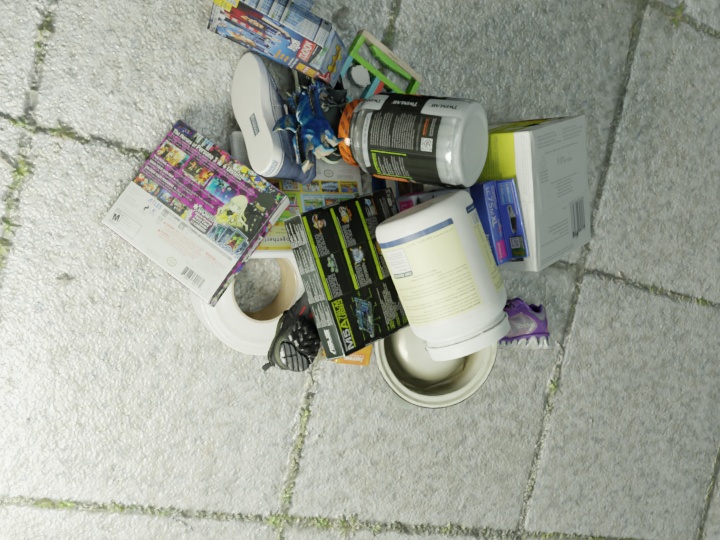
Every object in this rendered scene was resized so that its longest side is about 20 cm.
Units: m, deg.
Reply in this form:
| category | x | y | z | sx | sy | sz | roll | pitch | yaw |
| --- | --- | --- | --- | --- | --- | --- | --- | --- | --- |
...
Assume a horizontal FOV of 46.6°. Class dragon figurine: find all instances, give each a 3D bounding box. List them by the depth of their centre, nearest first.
| category | x | y | z | sx | sy | sz | roll | pitch | yaw |
| --- | --- | --- | --- | --- | --- | --- | --- | --- | --- |
| dragon figurine | -0.078 | -0.192 | 1.117 | 0.058 | 0.201 | 0.100 | -31 | 104 | 28 |

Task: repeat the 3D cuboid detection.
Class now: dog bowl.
| category | x | y | z | sx | sy | sz | roll | pitch | yaw |
| --- | --- | --- | --- | --- | --- | --- | --- | --- | --- |
| dog bowl | 0.110 | 0.108 | 1.305 | 0.195 | 0.074 | 0.205 | 0 | 90 | -9 |

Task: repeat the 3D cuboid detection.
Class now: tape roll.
| category | x | y | z | sx | sy | sz | roll | pitch | yaw |
| --- | --- | --- | --- | --- | --- | --- | --- | --- | --- |
| tape roll | -0.153 | 0.019 | 1.241 | 0.198 | 0.071 | 0.207 | -5 | 101 | -25 |

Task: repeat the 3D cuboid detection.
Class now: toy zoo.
| category | x | y | z | sx | sy | sz | roll | pitch | yaw |
| --- | --- | --- | --- | --- | --- | --- | --- | --- | --- |
| toy zoo | 0.002 | -0.252 | 1.304 | 0.130 | 0.020 | 0.203 | 31 | 84 | -27 |

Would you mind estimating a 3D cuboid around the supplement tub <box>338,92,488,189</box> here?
| category | x | y | z | sx | sy | sz | roll | pitch | yaw |
| --- | --- | --- | --- | --- | --- | --- | --- | --- | --- |
| supplement tub | 0.074 | -0.188 | 1.193 | 0.122 | 0.197 | 0.125 | -30 | 126 | -53 |

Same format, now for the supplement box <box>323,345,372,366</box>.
| category | x | y | z | sx | sy | sz | roll | pitch | yaw |
| --- | --- | --- | --- | --- | --- | --- | --- | --- | --- |
| supplement box | -0.008 | 0.045 | 1.319 | 0.065 | 0.069 | 0.205 | 6 | 98 | -23 |

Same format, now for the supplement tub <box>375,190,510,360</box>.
| category | x | y | z | sx | sy | sz | roll | pitch | yaw |
| --- | --- | --- | --- | --- | --- | --- | --- | --- | --- |
| supplement tub | 0.118 | 0.007 | 1.159 | 0.143 | 0.145 | 0.204 | -24 | 97 | -21 |

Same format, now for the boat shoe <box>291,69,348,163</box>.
| category | x | y | z | sx | sy | sz | roll | pitch | yaw |
| --- | --- | --- | --- | --- | --- | --- | --- | --- | --- |
| boat shoe | -0.050 | -0.262 | 1.222 | 0.074 | 0.065 | 0.204 | -5 | 81 | -44 |

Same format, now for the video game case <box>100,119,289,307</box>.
| category | x | y | z | sx | sy | sz | roll | pitch | yaw |
| --- | --- | --- | --- | --- | --- | --- | --- | --- | --- |
| video game case | -0.226 | -0.081 | 1.148 | 0.198 | 0.036 | 0.183 | 34 | 81 | 12 |

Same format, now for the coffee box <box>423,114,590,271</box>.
| category | x | y | z | sx | sy | sz | roll | pitch | yaw |
| --- | --- | --- | --- | --- | --- | --- | --- | --- | --- |
| coffee box | 0.228 | -0.125 | 1.305 | 0.198 | 0.195 | 0.205 | -21 | 109 | -49 |

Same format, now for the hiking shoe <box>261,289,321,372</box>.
| category | x | y | z | sx | sy | sz | roll | pitch | yaw |
| --- | --- | --- | --- | --- | --- | --- | --- | --- | --- |
| hiking shoe | -0.076 | 0.058 | 1.199 | 0.076 | 0.100 | 0.201 | 49 | 57 | -20 |

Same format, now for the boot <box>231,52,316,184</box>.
| category | x | y | z | sx | sy | sz | roll | pitch | yaw |
| --- | --- | --- | --- | --- | --- | --- | --- | --- | --- |
| boot | -0.123 | -0.213 | 1.194 | 0.089 | 0.072 | 0.204 | 12 | 56 | -44 |

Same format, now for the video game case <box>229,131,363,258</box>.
| category | x | y | z | sx | sy | sz | roll | pitch | yaw |
| --- | --- | --- | --- | --- | --- | --- | --- | --- | --- |
| video game case | -0.087 | -0.110 | 1.220 | 0.196 | 0.023 | 0.186 | -1 | 75 | -27 |

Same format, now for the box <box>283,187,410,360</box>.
| category | x | y | z | sx | sy | sz | roll | pitch | yaw |
| --- | --- | --- | --- | --- | --- | --- | --- | --- | --- |
| box | 0.000 | 0.000 | 1.180 | 0.191 | 0.047 | 0.204 | -21 | 94 | -42 |

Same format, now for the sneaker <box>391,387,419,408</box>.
| category | x | y | z | sx | sy | sz | roll | pitch | yaw |
| --- | --- | --- | --- | --- | --- | --- | --- | --- | --- |
| sneaker | 0.094 | 0.123 | 1.389 | 0.079 | 0.069 | 0.205 | 1 | 92 | -52 |

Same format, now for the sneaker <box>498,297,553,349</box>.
| category | x | y | z | sx | sy | sz | roll | pitch | yaw |
| --- | --- | --- | --- | --- | --- | --- | --- | --- | --- |
| sneaker | 0.253 | 0.092 | 1.454 | 0.197 | 0.080 | 0.091 | 3 | 90 | -31 |

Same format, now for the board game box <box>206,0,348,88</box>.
| category | x | y | z | sx | sy | sz | roll | pitch | yaw |
| --- | --- | --- | --- | --- | --- | --- | --- | --- | --- |
| board game box | -0.100 | -0.326 | 1.120 | 0.197 | 0.200 | 0.063 | 25 | 86 | -14 |

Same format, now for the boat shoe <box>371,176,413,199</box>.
| category | x | y | z | sx | sy | sz | roll | pitch | yaw |
| --- | --- | --- | --- | --- | --- | --- | --- | --- | --- |
| boat shoe | 0.068 | -0.066 | 1.337 | 0.071 | 0.072 | 0.205 | -10 | 102 | -25 |

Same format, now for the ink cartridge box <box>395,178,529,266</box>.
| category | x | y | z | sx | sy | sz | roll | pitch | yaw |
| --- | --- | --- | --- | --- | --- | --- | --- | --- | --- |
| ink cartridge box | 0.146 | -0.063 | 1.234 | 0.042 | 0.197 | 0.122 | -22 | 103 | -50 |
